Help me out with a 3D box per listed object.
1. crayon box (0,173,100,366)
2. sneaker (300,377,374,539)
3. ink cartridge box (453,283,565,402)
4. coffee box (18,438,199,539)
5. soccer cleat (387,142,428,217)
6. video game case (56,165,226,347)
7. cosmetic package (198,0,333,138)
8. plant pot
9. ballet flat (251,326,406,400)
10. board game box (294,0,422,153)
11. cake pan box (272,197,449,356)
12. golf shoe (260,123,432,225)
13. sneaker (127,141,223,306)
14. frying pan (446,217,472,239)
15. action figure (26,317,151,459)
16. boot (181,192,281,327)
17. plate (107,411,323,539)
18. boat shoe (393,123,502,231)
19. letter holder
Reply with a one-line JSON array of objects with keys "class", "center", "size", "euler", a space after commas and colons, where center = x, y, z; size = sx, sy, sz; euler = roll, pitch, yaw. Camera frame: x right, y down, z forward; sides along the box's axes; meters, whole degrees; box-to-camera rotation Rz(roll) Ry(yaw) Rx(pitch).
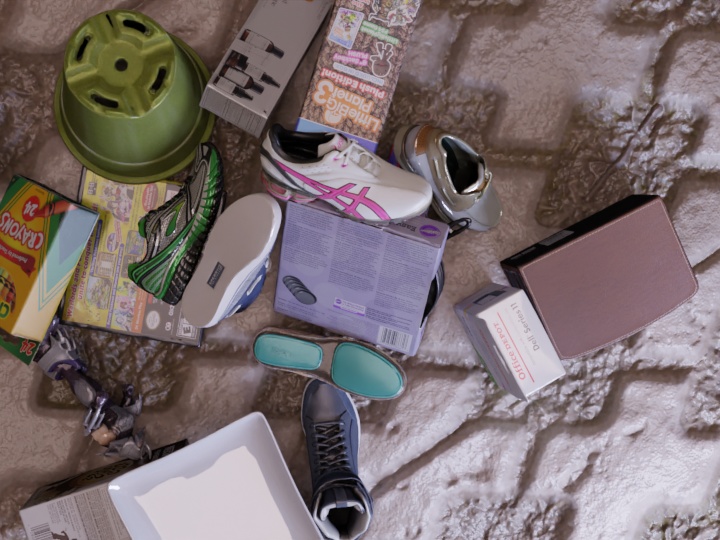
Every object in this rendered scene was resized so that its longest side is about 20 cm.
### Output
[{"class": "crayon box", "center": [-0.404, -0.002, 1.324], "size": [0.127, 0.051, 0.201], "euler": [24, 90, 37]}, {"class": "sneaker", "center": [-0.030, 0.234, 1.354], "size": [0.077, 0.146, 0.203], "euler": [-8, 92, -3]}, {"class": "ink cartridge box", "center": [0.181, 0.084, 1.336], "size": [0.067, 0.200, 0.117], "euler": [-29, 95, -3]}, {"class": "coffee box", "center": [-0.298, 0.282, 1.349], "size": [0.199, 0.113, 0.080], "euler": [-18, 94, -5]}, {"class": "soccer cleat", "center": [0.060, -0.072, 1.381], "size": [0.066, 0.076, 0.201], "euler": [3, 92, -5]}, {"class": "video game case", "center": [-0.272, -0.017, 1.382], "size": [0.180, 0.026, 0.201], "euler": [10, 92, -5]}, {"class": "cosmetic package", "center": [-0.111, -0.262, 1.328], "size": [0.082, 0.051, 0.201], "euler": [29, 60, -7]}, {"class": "plant pot", "center": [-0.268, -0.216, 1.279], "size": [0.199, 0.190, 0.201], "euler": [1, 84, -6]}, {"class": "ballet flat", "center": [-0.036, 0.108, 1.382], "size": [0.199, 0.067, 0.068], "euler": [18, 95, 3]}, {"class": "board game box", "center": [-0.006, -0.238, 1.328], "size": [0.096, 0.159, 0.201], "euler": [17, 90, -5]}, {"class": "cake pan box", "center": [0.000, 0.000, 1.323], "size": [0.199, 0.052, 0.185], "euler": [17, 134, 9]}, {"class": "golf shoe", "center": [-0.016, -0.108, 1.228], "size": [0.199, 0.092, 0.073], "euler": [12, 56, 4]}, {"class": "sneaker", "center": [-0.221, -0.063, 1.332], "size": [0.085, 0.078, 0.201], "euler": [23, 92, -5]}, {"class": "frying pan", "center": [0.052, -0.003, 1.366], "size": [0.189, 0.031, 0.115], "euler": [-2, 110, 25]}, {"class": "action figure", "center": [-0.321, 0.154, 1.340], "size": [0.069, 0.130, 0.200], "euler": [-42, 84, -2]}, {"class": "boot", "center": [-0.138, -0.018, 1.325], "size": [0.073, 0.090, 0.200], "euler": [46, 120, 14]}, {"class": "plate", "center": [-0.163, 0.290, 1.289], "size": [0.199, 0.032, 0.201], "euler": [-26, 95, -4]}, {"class": "boat shoe", "center": [0.122, -0.106, 1.343], "size": [0.200, 0.068, 0.075], "euler": [36, 70, -42]}, {"class": "letter holder", "center": [0.303, 0.011, 1.395], "size": [0.199, 0.101, 0.143], "euler": [-27, 96, -3]}]
